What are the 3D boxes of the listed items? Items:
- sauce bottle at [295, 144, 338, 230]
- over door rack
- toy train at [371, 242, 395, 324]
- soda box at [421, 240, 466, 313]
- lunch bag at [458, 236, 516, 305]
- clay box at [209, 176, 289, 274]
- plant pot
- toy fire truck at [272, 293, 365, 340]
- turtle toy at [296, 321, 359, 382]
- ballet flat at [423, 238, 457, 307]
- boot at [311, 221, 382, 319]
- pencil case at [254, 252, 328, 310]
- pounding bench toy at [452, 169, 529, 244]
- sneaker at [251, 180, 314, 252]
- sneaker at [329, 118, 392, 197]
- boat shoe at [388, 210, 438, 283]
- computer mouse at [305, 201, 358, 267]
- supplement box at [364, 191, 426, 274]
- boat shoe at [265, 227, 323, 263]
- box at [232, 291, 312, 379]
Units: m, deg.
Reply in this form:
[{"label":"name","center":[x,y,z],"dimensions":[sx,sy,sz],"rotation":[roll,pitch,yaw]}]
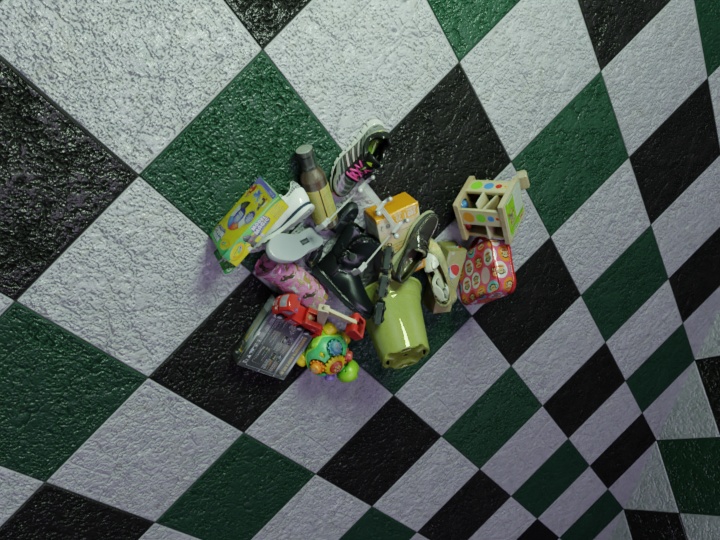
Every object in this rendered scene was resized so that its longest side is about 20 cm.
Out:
[{"label":"sauce bottle","center":[-0.101,-0.189,1.346],"dimensions":[0.064,0.065,0.202],"rotation":[-26,128,-15]},{"label":"over door rack","center":[0.014,-0.108,1.363],"dimensions":[0.148,0.066,0.200],"rotation":[49,64,-11]},{"label":"toy train","center":[0.058,0.032,1.450],"dimensions":[0.033,0.046,0.204],"rotation":[10,98,7]},{"label":"soda box","center":[0.237,0.020,1.680],"dimensions":[0.067,0.064,0.203],"rotation":[-4,119,-29]},{"label":"lunch bag","center":[0.341,-0.005,1.638],"dimensions":[0.080,0.200,0.180],"rotation":[-2,76,-23]},{"label":"clay box","center":[-0.252,-0.098,1.276],"dimensions":[0.200,0.115,0.048],"rotation":[-48,130,2]},{"label":"plant pot","center":[0.093,0.147,1.544],"dimensions":[0.197,0.187,0.202],"rotation":[-12,150,-7]},{"label":"toy fire truck","center":[-0.099,0.112,1.414],"dimensions":[0.140,0.049,0.199],"rotation":[-20,136,41]},{"label":"turtle toy","center":[-0.075,0.240,1.596],"dimensions":[0.146,0.101,0.200],"rotation":[-46,139,2]},{"label":"ballet flat","center":[0.205,0.008,1.599],"dimensions":[0.070,0.071,0.203],"rotation":[-25,99,-15]},{"label":"boot","center":[0.000,0.000,1.450],"dimensions":[0.200,0.076,0.168],"rotation":[43,103,-5]},{"label":"pencil case","center":[-0.165,0.027,1.426],"dimensions":[0.086,0.083,0.200],"rotation":[-38,132,11]},{"label":"pounding bench toy","center":[0.352,-0.189,1.579],"dimensions":[0.201,0.154,0.125],"rotation":[-56,138,-32]},{"label":"sneaker","center":[-0.197,-0.115,1.336],"dimensions":[0.199,0.076,0.081],"rotation":[-37,89,11]},{"label":"sneaker","center":[0.003,-0.251,1.356],"dimensions":[0.073,0.087,0.201],"rotation":[30,100,-40]},{"label":"boat shoe","center":[0.143,-0.054,1.473],"dimensions":[0.073,0.065,0.202],"rotation":[30,92,-39]},{"label":"computer mouse","center":[-0.075,-0.090,1.449],"dimensions":[0.201,0.034,0.058],"rotation":[-50,156,11]},{"label":"supplement box","center":[0.093,-0.082,1.523],"dimensions":[0.124,0.074,0.202],"rotation":[-25,128,-15]},{"label":"boat shoe","center":[-0.156,-0.049,1.348],"dimensions":[0.056,0.069,0.199],"rotation":[-35,174,31]},{"label":"box","center":[-0.210,0.171,1.509],"dimensions":[0.157,0.048,0.201],"rotation":[27,102,-40]}]
